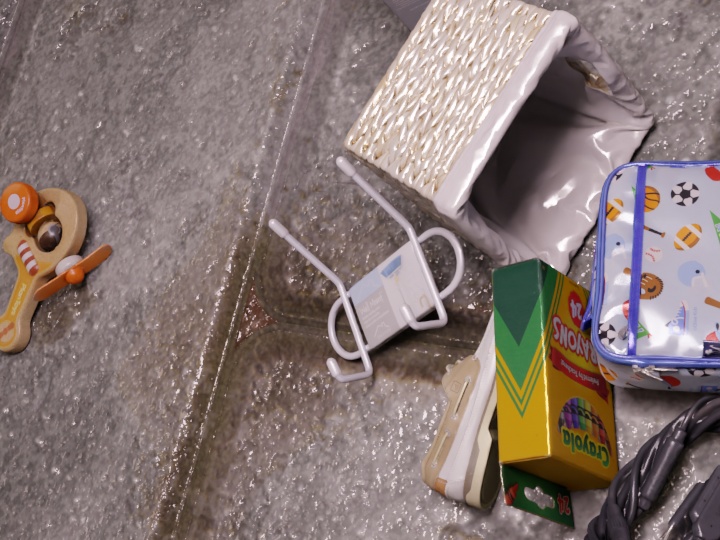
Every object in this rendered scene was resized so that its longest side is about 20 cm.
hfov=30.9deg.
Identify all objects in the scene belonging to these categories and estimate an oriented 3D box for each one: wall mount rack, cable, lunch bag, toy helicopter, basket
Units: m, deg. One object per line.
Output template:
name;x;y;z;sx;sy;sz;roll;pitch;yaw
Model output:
wall mount rack;0.000;0.000;1.221;0.200;0.074;0.175;-38;66;40
cable;0.251;0.175;1.023;0.200;0.051;0.163;-51;10;-33
lunch bag;0.265;0.006;1.085;0.158;0.076;0.202;2;63;15
toy helicopter;-0.367;0.005;1.503;0.131;0.079;0.202;25;95;27
basket;0.124;-0.121;1.171;0.160;0.198;0.201;30;88;40

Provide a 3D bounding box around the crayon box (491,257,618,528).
crayon box;0.165;0.105;1.094;0.050;0.127;0.202;-14;65;33

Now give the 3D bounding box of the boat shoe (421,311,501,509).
boat shoe;0.105;0.105;1.162;0.068;0.075;0.202;12;78;28

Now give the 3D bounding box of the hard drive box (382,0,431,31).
hard drive box;0.054;-0.328;1.290;0.076;0.200;0.158;-20;62;21
